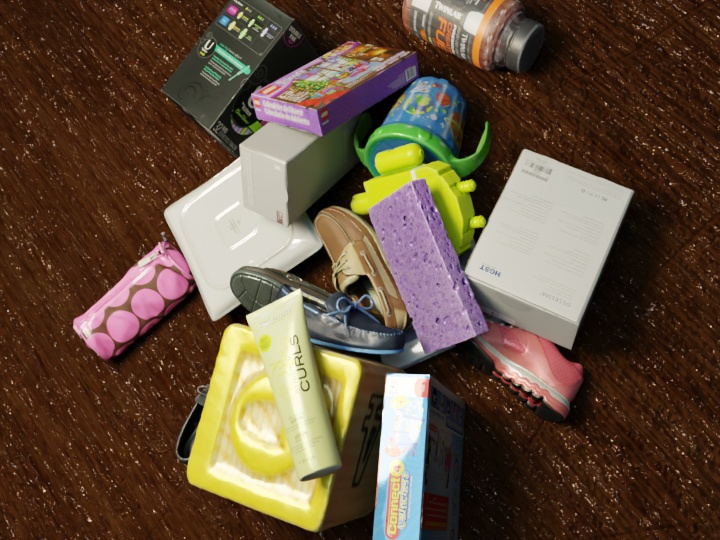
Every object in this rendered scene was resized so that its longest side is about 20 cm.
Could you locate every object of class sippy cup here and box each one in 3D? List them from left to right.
[{"bbox_3d":[0.087,-0.190,1.148,0.175,0.140,0.132,27,62,-6],"label":"sippy cup"}]

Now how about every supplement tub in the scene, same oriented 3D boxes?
[{"bbox_3d":[0.162,-0.355,1.182,0.198,0.107,0.108,33,86,25],"label":"supplement tub"}]

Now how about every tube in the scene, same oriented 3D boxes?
[{"bbox_3d":[-0.073,0.128,0.918,0.057,0.052,0.204,-9,68,-22],"label":"tube"}]

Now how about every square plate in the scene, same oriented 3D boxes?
[{"bbox_3d":[-0.178,-0.064,1.201,0.196,0.028,0.203,-33,68,7],"label":"square plate"}]

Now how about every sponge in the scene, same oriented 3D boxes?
[{"bbox_3d":[0.081,-0.003,1.031,0.029,0.111,0.204,-19,84,-32],"label":"sponge"}]

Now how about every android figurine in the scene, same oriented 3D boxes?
[{"bbox_3d":[0.075,-0.072,1.082,0.197,0.041,0.186,-10,101,43],"label":"android figurine"}]

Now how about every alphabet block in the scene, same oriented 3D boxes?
[{"bbox_3d":[-0.071,0.191,1.036,0.191,0.199,0.202,12,85,22],"label":"alphabet block"}]

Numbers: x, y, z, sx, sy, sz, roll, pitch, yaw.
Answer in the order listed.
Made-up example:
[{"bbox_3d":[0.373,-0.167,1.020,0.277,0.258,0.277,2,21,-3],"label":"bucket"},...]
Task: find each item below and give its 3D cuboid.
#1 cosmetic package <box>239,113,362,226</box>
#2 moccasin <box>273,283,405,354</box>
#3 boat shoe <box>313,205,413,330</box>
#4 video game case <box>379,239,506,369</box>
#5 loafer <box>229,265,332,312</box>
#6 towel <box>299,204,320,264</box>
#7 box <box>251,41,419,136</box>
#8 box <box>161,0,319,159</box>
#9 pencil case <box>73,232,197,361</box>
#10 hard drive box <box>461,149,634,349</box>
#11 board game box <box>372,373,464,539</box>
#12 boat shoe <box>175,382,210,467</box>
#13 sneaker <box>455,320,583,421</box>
[{"bbox_3d":[-0.079,-0.164,1.157,0.089,0.109,0.200,25,44,24],"label":"cosmetic package"},{"bbox_3d":[-0.034,0.059,1.049,0.195,0.080,0.070,11,92,23],"label":"moccasin"},{"bbox_3d":[0.000,0.000,1.103,0.201,0.073,0.076,50,138,18],"label":"boat shoe"},{"bbox_3d":[0.084,0.016,1.143,0.179,0.023,0.204,-24,68,10],"label":"video game case"},{"bbox_3d":[-0.086,0.045,1.152,0.196,0.063,0.073,26,126,5],"label":"loafer"},{"bbox_3d":[-0.156,-0.044,1.229,0.195,0.049,0.114,-16,70,13],"label":"towel"},{"bbox_3d":[-0.033,-0.253,1.130,0.135,0.040,0.199,20,45,40],"label":"box"},{"bbox_3d":[-0.171,-0.289,1.252,0.124,0.149,0.202,37,87,25],"label":"box"},{"bbox_3d":[-0.340,0.044,1.241,0.200,0.094,0.091,-43,65,3],"label":"pencil case"},{"bbox_3d":[0.234,-0.030,1.043,0.153,0.077,0.203,23,67,17],"label":"hard drive box"},{"bbox_3d":[0.074,0.239,0.983,0.054,0.200,0.201,0,73,19],"label":"board game box"},{"bbox_3d":[-0.196,0.189,1.166,0.074,0.062,0.203,28,83,25],"label":"boat shoe"},{"bbox_3d":[0.197,0.101,1.059,0.199,0.074,0.087,39,72,13],"label":"sneaker"}]
